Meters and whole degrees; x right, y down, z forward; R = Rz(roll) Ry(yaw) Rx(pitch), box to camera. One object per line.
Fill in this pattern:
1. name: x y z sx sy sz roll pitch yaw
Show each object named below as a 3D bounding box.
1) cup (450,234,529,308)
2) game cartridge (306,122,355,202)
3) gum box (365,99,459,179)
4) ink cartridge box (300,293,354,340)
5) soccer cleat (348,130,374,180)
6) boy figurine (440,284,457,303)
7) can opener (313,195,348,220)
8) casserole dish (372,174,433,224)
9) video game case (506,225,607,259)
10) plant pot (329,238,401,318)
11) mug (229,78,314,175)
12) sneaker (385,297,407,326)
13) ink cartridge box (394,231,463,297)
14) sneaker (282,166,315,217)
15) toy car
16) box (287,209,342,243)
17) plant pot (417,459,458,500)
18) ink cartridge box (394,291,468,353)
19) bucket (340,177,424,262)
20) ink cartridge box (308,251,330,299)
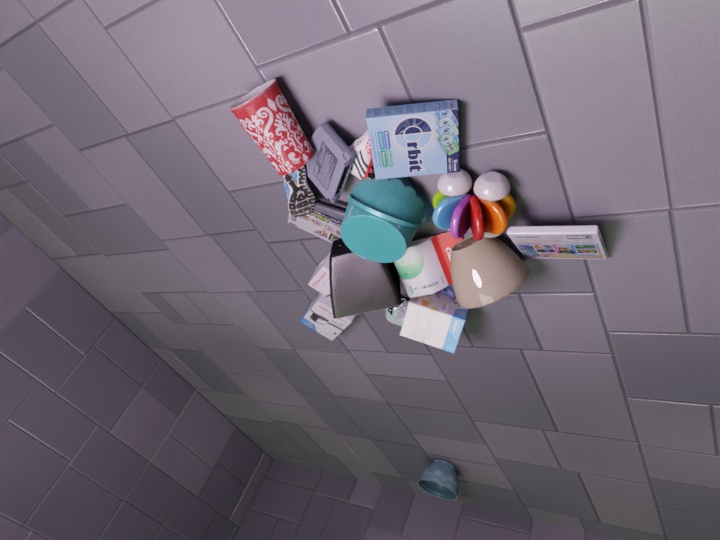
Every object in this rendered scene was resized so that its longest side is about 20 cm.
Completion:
1. cup: 0.312 -0.016 1.407 0.200 0.200 0.143 -20 105 46
2. game cartridge: -0.084 -0.279 1.396 0.133 0.041 0.200 55 153 14
3. gum box: 0.122 -0.293 1.230 0.199 0.045 0.170 -4 138 9
4. ink cartridge box: -0.112 0.156 1.969 0.145 0.084 0.200 33 144 -7
5. soccer cleat: 0.007 -0.299 1.334 0.085 0.069 0.200 20 149 3
6. boy figurine: 0.216 0.025 1.607 0.200 0.065 0.124 29 144 -1
7. can opener: -0.037 -0.154 1.556 0.200 0.053 0.067 19 143 14
8. casserole dish: 0.104 -0.181 1.443 0.200 0.039 0.121 43 142 -23
9. video game case: 0.472 -0.066 1.296 0.200 0.024 0.182 2 164 31
10. plant pot: 0.000 0.000 1.579 0.199 0.200 0.178 -13 113 8
11. mug: -0.215 -0.355 1.356 0.200 0.133 0.178 57 179 -27
12. sneaker: 0.170 0.149 1.779 0.200 0.074 0.118 17 150 19
13. ink cartridge box: 0.202 -0.014 1.514 0.200 0.050 0.161 -12 117 27
14. sneaker: -0.177 -0.241 1.522 0.078 0.090 0.200 -12 131 -9
15. toy car: 0.261 -0.138 1.295 0.200 0.150 0.175 11 142 22
16. box: -0.119 -0.147 1.634 0.200 0.035 0.110 25 145 3
17. plant pot: 0.399 1.024 2.686 0.200 0.134 0.201 18 145 13
18. ink cartridge box: 0.215 0.141 1.659 0.200 0.129 0.126 18 119 9
19. bucket: 0.052 -0.126 1.387 0.207 0.135 0.207 15 145 10
20. ink cartridge box: -0.053 0.043 1.787 0.200 0.084 0.145 34 144 -8
